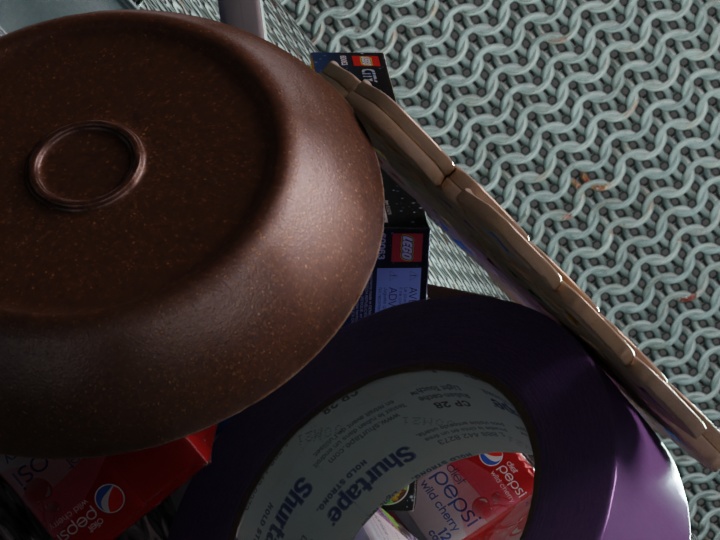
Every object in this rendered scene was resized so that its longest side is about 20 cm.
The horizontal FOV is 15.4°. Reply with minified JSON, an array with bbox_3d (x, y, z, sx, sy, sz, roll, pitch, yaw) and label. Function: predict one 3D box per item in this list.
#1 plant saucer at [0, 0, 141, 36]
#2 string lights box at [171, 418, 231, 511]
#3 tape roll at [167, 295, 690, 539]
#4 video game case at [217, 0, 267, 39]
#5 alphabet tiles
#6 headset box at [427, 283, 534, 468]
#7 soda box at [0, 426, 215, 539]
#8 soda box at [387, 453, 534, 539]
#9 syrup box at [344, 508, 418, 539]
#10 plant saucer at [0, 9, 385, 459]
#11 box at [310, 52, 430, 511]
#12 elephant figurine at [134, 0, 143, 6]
[{"bbox_3d":[-0.088,-0.062,1.066,0.200,0.070,0.019,47,-32,-15],"label":"plant saucer"},{"bbox_3d":[-0.066,0.061,1.245,0.103,0.059,0.200,51,7,-45],"label":"string lights box"},{"bbox_3d":[0.022,0.109,1.011,0.066,0.200,0.200,48,9,-40],"label":"tape roll"},{"bbox_3d":[-0.049,-0.066,1.299,0.200,0.023,0.183,-107,-171,-77],"label":"video game case"},{"bbox_3d":[0.062,-0.002,1.015,0.200,0.015,0.196,44,-2,-18],"label":"alphabet tiles"},{"bbox_3d":[0.020,0.069,1.422,0.199,0.075,0.149,12,-27,43],"label":"headset box"},{"bbox_3d":[-0.097,0.044,1.043,0.070,0.063,0.200,51,8,-8],"label":"soda box"},{"bbox_3d":[0.041,0.131,1.302,0.063,0.070,0.200,53,-14,19],"label":"soda box"},{"bbox_3d":[0.017,0.174,1.168,0.200,0.079,0.082,45,11,-52],"label":"syrup box"},{"bbox_3d":[-0.092,-0.026,0.922,0.037,0.200,0.201,80,-17,-51],"label":"plant saucer"},{"bbox_3d":[0.000,0.000,1.212,0.200,0.037,0.137,-101,-168,-63],"label":"box"},{"bbox_3d":[-0.126,-0.190,1.301,0.199,0.156,0.142,20,16,-2],"label":"elephant figurine"}]
